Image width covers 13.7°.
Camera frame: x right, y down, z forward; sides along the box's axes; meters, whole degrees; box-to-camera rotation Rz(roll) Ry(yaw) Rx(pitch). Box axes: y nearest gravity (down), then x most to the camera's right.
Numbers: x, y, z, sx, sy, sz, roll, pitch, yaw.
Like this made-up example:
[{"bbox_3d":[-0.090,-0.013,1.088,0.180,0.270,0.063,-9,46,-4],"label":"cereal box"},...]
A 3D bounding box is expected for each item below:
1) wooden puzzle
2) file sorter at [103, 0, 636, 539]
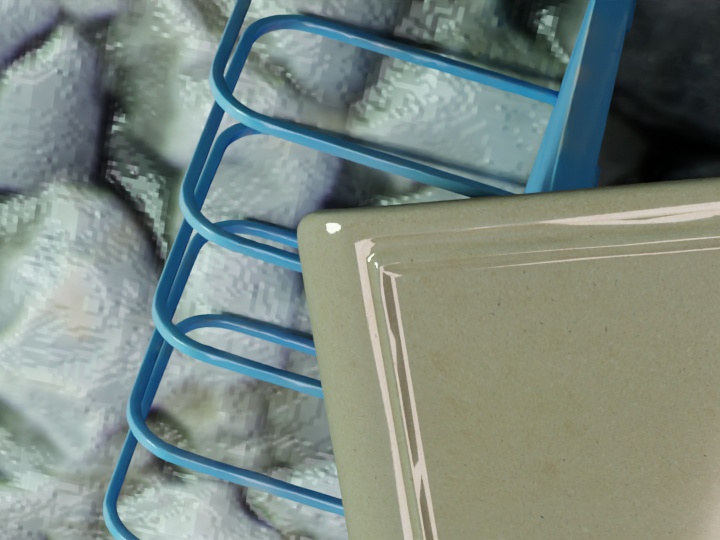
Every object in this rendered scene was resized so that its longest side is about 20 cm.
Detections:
[{"bbox_3d":[0.086,0.063,0.869,0.200,0.037,0.185,-3,105,24],"label":"wooden puzzle"},{"bbox_3d":[0.000,0.000,0.982,0.123,0.139,0.200,17,129,1],"label":"file sorter"}]
